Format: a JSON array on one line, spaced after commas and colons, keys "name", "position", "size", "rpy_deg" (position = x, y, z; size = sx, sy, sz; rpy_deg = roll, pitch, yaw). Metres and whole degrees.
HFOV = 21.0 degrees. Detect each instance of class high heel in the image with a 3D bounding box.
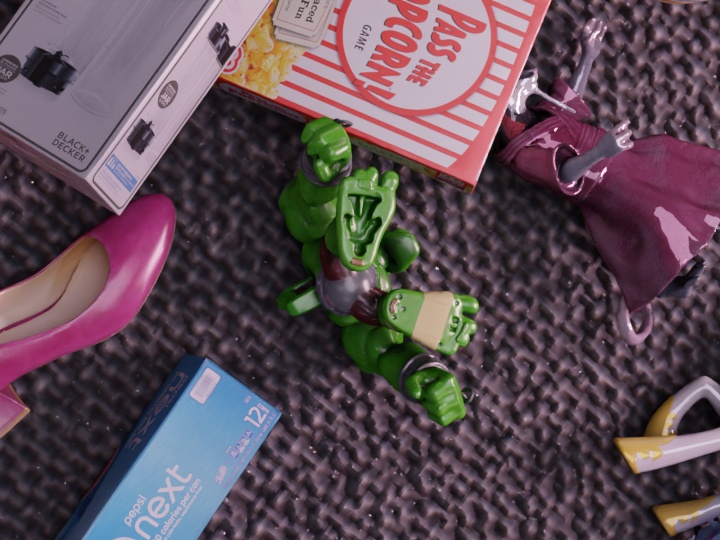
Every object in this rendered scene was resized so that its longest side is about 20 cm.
[{"name": "high heel", "position": [-0.202, 0.013, 1.203], "size": [0.200, 0.067, 0.096], "rpy_deg": [-44, 138, -1]}]

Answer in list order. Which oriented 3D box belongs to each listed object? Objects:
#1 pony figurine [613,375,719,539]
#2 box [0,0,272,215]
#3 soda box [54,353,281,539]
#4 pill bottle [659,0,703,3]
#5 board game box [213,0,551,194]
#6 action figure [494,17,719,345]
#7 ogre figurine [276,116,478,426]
[{"name": "pony figurine", "position": [0.302, 0.135, 1.356], "size": [0.200, 0.167, 0.193], "rpy_deg": [-32, 93, 1]}, {"name": "box", "position": [-0.143, -0.149, 1.205], "size": [0.117, 0.060, 0.200], "rpy_deg": [29, 80, 23]}, {"name": "soda box", "position": [-0.138, 0.153, 1.240], "size": [0.064, 0.068, 0.200], "rpy_deg": [37, 80, -15]}, {"name": "pill bottle", "position": [0.227, -0.235, 1.280], "size": [0.113, 0.200, 0.113], "rpy_deg": [-1, 92, -18]}, {"name": "board game box", "position": [0.010, -0.158, 1.263], "size": [0.200, 0.046, 0.152], "rpy_deg": [22, 85, 0]}, {"name": "action figure", "position": [0.155, -0.071, 1.334], "size": [0.200, 0.134, 0.149], "rpy_deg": [29, 125, -5]}, {"name": "ogre figurine", "position": [0.000, 0.000, 1.255], "size": [0.200, 0.120, 0.098], "rpy_deg": [46, 74, -15]}]
